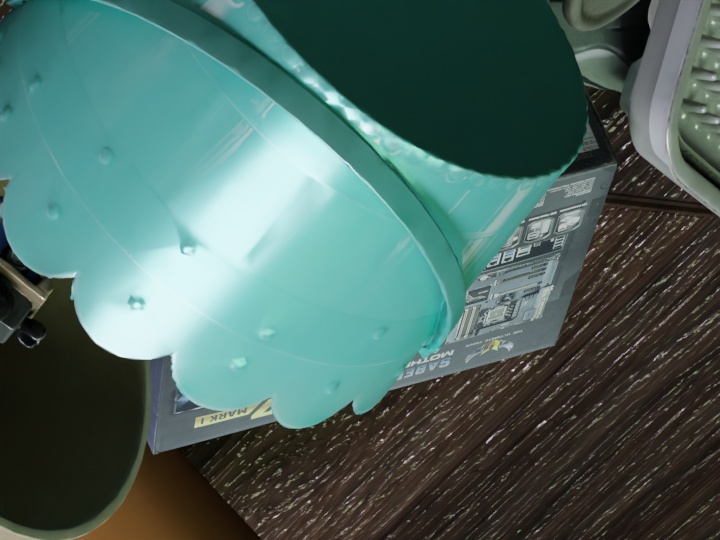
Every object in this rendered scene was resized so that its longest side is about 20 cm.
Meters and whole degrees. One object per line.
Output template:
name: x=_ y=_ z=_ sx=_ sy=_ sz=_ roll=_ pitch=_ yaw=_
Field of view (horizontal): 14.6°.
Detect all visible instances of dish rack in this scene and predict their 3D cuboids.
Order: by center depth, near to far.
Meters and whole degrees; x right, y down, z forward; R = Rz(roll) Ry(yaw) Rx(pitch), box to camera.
dish rack: x=0.177 y=-0.102 z=1.252 sx=0.200 sy=0.043 sz=0.173 roll=29 pitch=77 yaw=-58

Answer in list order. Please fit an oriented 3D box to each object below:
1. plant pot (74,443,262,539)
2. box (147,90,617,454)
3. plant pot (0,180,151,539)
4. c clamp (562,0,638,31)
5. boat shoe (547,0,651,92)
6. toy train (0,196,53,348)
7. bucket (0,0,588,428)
plant pot: x=-0.131 y=0.163 z=1.357 sx=0.199 sy=0.141 sz=0.200 roll=-27 pitch=-164 yaw=8
box: x=0.000 y=0.000 z=1.206 sx=0.199 sy=0.051 sz=0.158 roll=-14 pitch=151 yaw=-15
plant pot: x=-0.216 y=0.040 z=1.117 sx=0.199 sy=0.188 sz=0.187 roll=-19 pitch=158 yaw=28
c clamp: x=0.136 y=-0.166 z=1.076 sx=0.200 sy=0.027 sz=0.171 roll=-40 pitch=159 yaw=-24
boat shoe: x=0.084 y=-0.118 z=1.207 sx=0.066 sy=0.074 sz=0.200 roll=5 pitch=179 yaw=26
toy train: x=-0.183 y=-0.046 z=0.988 sx=0.046 sy=0.200 sz=0.034 roll=-51 pitch=-174 yaw=-31
bucket: x=-0.026 y=-0.060 z=1.016 sx=0.206 sy=0.208 sz=0.135 roll=6 pitch=138 yaw=-45
